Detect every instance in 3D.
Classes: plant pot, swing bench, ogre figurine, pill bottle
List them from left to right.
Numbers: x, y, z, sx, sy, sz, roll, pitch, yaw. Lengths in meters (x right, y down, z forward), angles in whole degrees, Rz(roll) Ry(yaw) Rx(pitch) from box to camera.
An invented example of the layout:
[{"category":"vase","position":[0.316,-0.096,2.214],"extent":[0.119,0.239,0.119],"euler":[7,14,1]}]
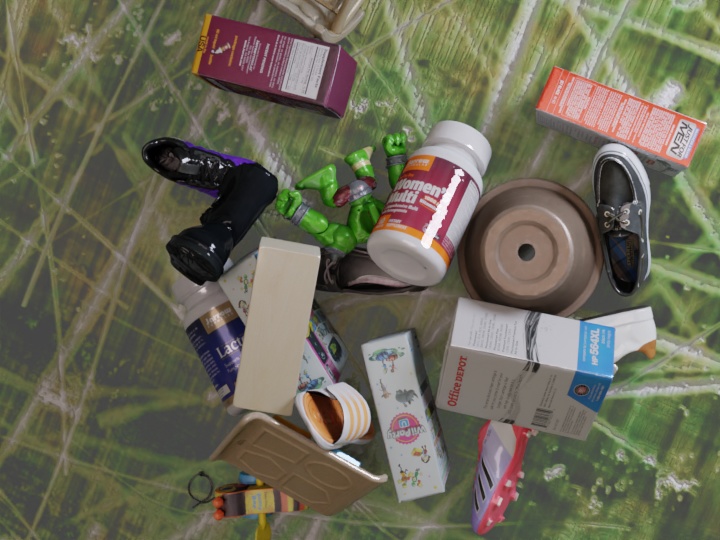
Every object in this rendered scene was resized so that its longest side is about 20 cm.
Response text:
[{"category":"pill bottle","position":[-0.177,0.090,1.277],"extent":[0.115,0.116,0.201],"euler":[-32,82,11]},{"category":"swing bench","position":[-0.067,-0.441,1.246],"extent":[0.198,0.130,0.201],"euler":[36,103,9]},{"category":"ogre figurine","position":[-0.006,-0.094,1.245],"extent":[0.199,0.098,0.121],"euler":[-28,90,-33]},{"category":"pill bottle","position":[0.094,-0.089,1.187],"extent":[0.109,0.110,0.201],"euler":[21,66,11]},{"category":"plant pot","position":[0.215,-0.024,1.163],"extent":[0.198,0.175,0.203],"euler":[0,90,11]}]

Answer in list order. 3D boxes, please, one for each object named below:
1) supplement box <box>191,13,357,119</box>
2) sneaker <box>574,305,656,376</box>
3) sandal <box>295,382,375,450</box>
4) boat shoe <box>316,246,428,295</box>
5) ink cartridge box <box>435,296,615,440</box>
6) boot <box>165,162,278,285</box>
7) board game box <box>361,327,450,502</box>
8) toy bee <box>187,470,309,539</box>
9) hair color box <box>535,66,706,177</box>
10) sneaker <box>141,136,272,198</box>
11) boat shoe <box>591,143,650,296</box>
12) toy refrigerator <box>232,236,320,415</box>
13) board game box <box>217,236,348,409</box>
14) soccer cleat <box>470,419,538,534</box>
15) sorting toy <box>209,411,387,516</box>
[{"category":"supplement box","position":[-0.116,-0.280,1.263],"extent":[0.198,0.110,0.087],"euler":[16,93,11]},{"category":"sneaker","position":[0.289,0.107,1.199],"extent":[0.198,0.073,0.086],"euler":[-13,91,13]},{"category":"sandal","position":[-0.016,0.176,1.149],"extent":[0.059,0.206,0.080],"euler":[-36,71,13]},{"category":"boat shoe","position":[0.000,0.000,1.268],"extent":[0.198,0.057,0.068],"euler":[3,93,12]},{"category":"ink cartridge box","position":[0.203,0.124,1.146],"extent":[0.198,0.147,0.085],"euler":[12,51,6]},{"category":"boot","position":[-0.171,-0.070,1.167],"extent":[0.076,0.200,0.169],"euler":[36,77,-7]},{"category":"board game box","position":[0.062,0.184,1.204],"extent":[0.064,0.148,0.202],"euler":[-15,87,9]},{"category":"toy bee","position":[-0.159,0.328,1.282],"extent":[0.199,0.109,0.132],"euler":[-26,87,11]},{"category":"hair color box","position":[0.327,-0.189,1.169],"extent":[0.199,0.111,0.064],"euler":[25,94,10]},{"category":"sneaker","position":[-0.222,-0.139,1.292],"extent":[0.198,0.099,0.070],"euler":[18,96,11]},{"category":"boat shoe","position":[0.331,-0.060,1.152],"extent":[0.068,0.057,0.201],"euler":[-2,121,30]},{"category":"toy refrigerator","position":[-0.103,0.067,1.120],"extent":[0.075,0.070,0.202],"euler":[9,101,-5]},{"category":"board game box","position":[-0.100,0.065,1.226],"extent":[0.064,0.148,0.201],"euler":[-31,97,11]},{"category":"soccer cleat","position":[0.183,0.255,1.236],"extent":[0.076,0.066,0.202],"euler":[23,98,33]},{"category":"sorting toy","position":[-0.082,0.249,1.181],"extent":[0.199,0.185,0.037],"euler":[27,56,-9]}]
